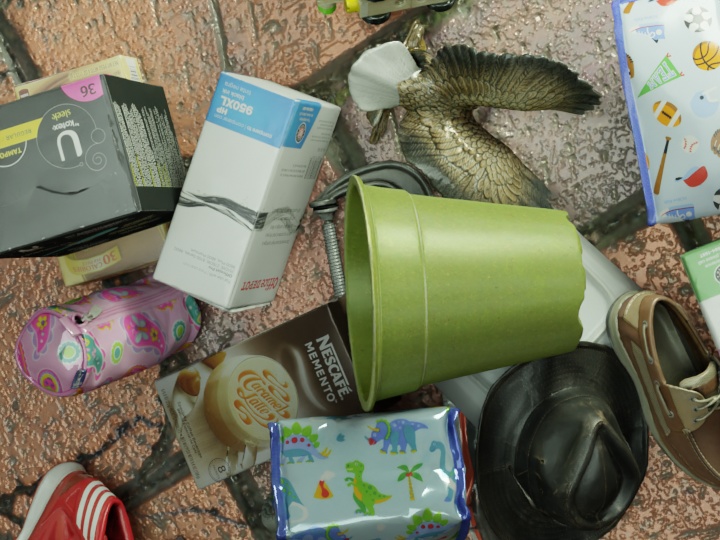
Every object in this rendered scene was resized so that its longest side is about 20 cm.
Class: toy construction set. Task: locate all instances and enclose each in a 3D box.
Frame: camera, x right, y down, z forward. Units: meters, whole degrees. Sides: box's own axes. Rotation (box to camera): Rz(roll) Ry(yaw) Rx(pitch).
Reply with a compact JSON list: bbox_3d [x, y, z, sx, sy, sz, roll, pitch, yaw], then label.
[{"bbox_3d":[0.026,-0.299,1.710,0.198,0.092,0.132,-19,61,7],"label":"toy construction set"}]

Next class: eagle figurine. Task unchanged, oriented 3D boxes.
[{"bbox_3d":[0.099,-0.143,1.668,0.151,0.152,0.200,-42,58,-17],"label":"eagle figurine"}]

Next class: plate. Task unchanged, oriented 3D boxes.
[{"bbox_3d":[0.139,0.036,1.692,0.200,0.032,0.200,44,83,9],"label":"plate"}]

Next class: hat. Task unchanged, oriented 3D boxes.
[{"bbox_3d":[0.194,0.168,1.643,0.199,0.081,0.203,-6,105,-22],"label":"hat"}]

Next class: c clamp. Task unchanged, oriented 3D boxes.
[{"bbox_3d":[0.000,0.000,1.757,0.169,0.027,0.202,-5,92,14],"label":"c clamp"}]

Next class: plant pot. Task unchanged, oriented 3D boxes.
[{"bbox_3d":[0.090,0.016,1.597,0.188,0.200,0.202,-2,92,-7],"label":"plant pot"}]

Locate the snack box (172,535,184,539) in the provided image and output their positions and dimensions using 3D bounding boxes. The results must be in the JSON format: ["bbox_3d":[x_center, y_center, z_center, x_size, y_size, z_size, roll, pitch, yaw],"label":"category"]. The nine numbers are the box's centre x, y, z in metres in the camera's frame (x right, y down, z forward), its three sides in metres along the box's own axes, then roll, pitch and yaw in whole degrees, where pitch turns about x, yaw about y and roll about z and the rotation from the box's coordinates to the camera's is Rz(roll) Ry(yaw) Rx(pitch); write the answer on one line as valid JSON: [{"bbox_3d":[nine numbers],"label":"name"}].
[{"bbox_3d":[-0.173,0.382,1.804,0.142,0.053,0.201,-39,83,11],"label":"snack box"}]

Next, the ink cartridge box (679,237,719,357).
[{"bbox_3d":[0.386,0.051,1.635,0.144,0.084,0.201,-22,87,14],"label":"ink cartridge box"}]

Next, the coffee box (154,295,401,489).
[{"bbox_3d":[-0.078,0.112,1.742,0.199,0.080,0.115,-25,87,22],"label":"coffee box"}]

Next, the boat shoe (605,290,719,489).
[{"bbox_3d":[0.289,0.107,1.649,0.076,0.072,0.201,-36,96,-22],"label":"boat shoe"}]

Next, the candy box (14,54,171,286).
[{"bbox_3d":[-0.250,-0.096,1.799,0.114,0.055,0.202,-15,89,13],"label":"candy box"}]

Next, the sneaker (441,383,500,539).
[{"bbox_3d":[0.128,0.175,1.712,0.081,0.077,0.202,-11,91,8],"label":"sneaker"}]

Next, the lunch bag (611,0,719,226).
[{"bbox_3d":[0.317,-0.157,1.625,0.169,0.124,0.202,-12,98,15],"label":"lunch bag"}]

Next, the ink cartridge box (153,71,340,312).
[{"bbox_3d":[-0.103,-0.072,1.718,0.084,0.145,0.202,21,97,13],"label":"ink cartridge box"}]

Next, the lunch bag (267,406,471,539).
[{"bbox_3d":[0.006,0.194,1.625,0.168,0.200,0.129,-4,68,-1],"label":"lunch bag"}]

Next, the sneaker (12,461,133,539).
[{"bbox_3d":[-0.288,0.296,1.796,0.115,0.078,0.202,26,101,41],"label":"sneaker"}]

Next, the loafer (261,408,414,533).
[{"bbox_3d":[0.003,0.200,1.752,0.199,0.075,0.070,-30,116,13],"label":"loafer"}]

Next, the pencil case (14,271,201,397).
[{"bbox_3d":[-0.231,0.057,1.728,0.087,0.200,0.088,6,102,28],"label":"pencil case"}]

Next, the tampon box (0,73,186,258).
[{"bbox_3d":[-0.253,-0.091,1.669,0.149,0.200,0.127,-16,89,9],"label":"tampon box"}]
